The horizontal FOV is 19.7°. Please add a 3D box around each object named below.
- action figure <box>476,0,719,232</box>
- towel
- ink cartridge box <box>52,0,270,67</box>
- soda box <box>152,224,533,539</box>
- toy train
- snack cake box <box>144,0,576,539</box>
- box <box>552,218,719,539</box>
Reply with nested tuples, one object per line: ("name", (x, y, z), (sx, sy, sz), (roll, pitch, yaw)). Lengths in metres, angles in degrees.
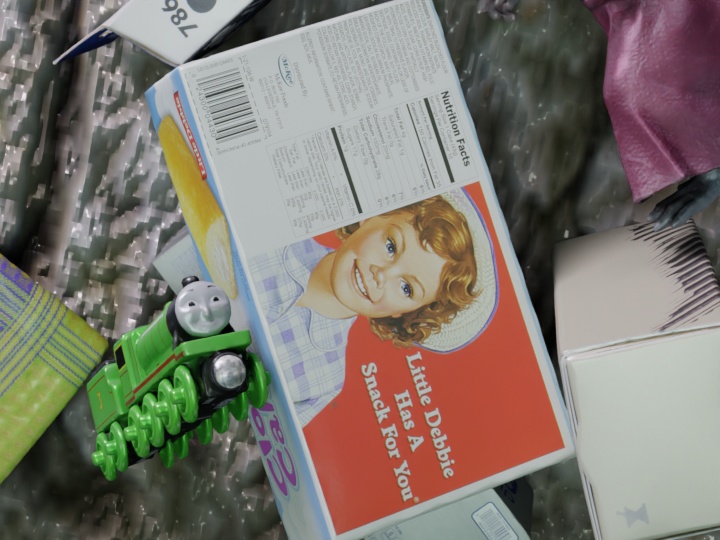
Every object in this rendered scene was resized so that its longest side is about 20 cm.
("action figure", (0.114, -0.126, 0.841), (0.148, 0.134, 0.201), (-25, 102, 11))
("towel", (-0.231, 0.023, 0.951), (0.200, 0.023, 0.144), (39, 99, -15))
("ink cartridge box", (-0.035, -0.141, 0.871), (0.200, 0.099, 0.039), (-38, 95, 14))
("soda box", (-0.004, 0.049, 0.929), (0.063, 0.068, 0.201), (-36, 96, 12))
("toy train", (-0.082, 0.048, 0.882), (0.041, 0.200, 0.057), (-10, 79, -20))
("snack cake box", (0.000, 0.000, 0.854), (0.114, 0.067, 0.202), (-18, 91, -20))
("box", (0.117, 0.039, 0.844), (0.068, 0.200, 0.083), (-12, 103, 7))
